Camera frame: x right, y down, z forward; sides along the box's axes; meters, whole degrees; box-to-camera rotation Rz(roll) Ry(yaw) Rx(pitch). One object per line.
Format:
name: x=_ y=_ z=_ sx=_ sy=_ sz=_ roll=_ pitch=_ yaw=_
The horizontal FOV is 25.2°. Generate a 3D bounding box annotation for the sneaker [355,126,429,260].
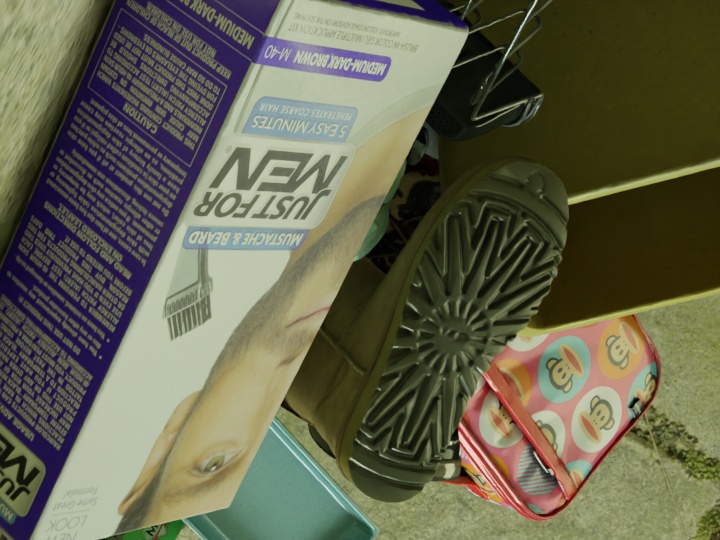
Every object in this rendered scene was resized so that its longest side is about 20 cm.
sneaker: x=-0.027 y=-0.042 z=0.675 sx=0.073 sy=0.119 sz=0.201 roll=-26 pitch=-158 yaw=27

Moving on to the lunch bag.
lunch bag: x=0.090 y=0.058 z=1.039 sx=0.176 sy=0.200 sz=0.082 roll=-46 pitch=-150 yaw=-16

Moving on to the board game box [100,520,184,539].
board game box: x=-0.139 y=0.124 z=0.895 sx=0.200 sy=0.029 sz=0.135 roll=-15 pitch=-136 yaw=61

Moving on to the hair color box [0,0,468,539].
hair color box: x=-0.054 y=-0.010 z=0.533 sx=0.109 sy=0.065 sz=0.201 roll=-3 pitch=126 yaw=-57

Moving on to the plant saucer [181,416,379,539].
plant saucer: x=-0.071 y=0.090 z=0.794 sx=0.070 sy=0.200 sz=0.019 roll=-39 pitch=-149 yaw=-1

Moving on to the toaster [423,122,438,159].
toaster: x=0.051 y=-0.183 z=1.081 sx=0.181 sy=0.199 sz=0.119 roll=-55 pitch=175 yaw=-32

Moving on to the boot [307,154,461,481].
boot: x=0.017 y=0.017 z=0.880 sx=0.200 sy=0.072 sz=0.152 roll=-127 pitch=-133 yaw=-71

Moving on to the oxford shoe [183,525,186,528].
oxford shoe: x=-0.141 y=0.142 z=0.978 sx=0.200 sy=0.071 sz=0.075 roll=-43 pitch=178 yaw=30

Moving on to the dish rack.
dish rack: x=0.036 y=-0.159 z=0.686 sx=0.054 sy=0.153 sz=0.200 roll=-35 pitch=163 yaw=-34

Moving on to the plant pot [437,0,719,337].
plant pot: x=0.143 y=-0.103 z=0.887 sx=0.196 sy=0.193 sz=0.202 roll=45 pitch=34 yaw=-65

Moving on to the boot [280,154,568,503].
boot: x=0.000 y=0.000 z=0.790 sx=0.176 sy=0.066 sz=0.200 roll=-59 pitch=-150 yaw=5
